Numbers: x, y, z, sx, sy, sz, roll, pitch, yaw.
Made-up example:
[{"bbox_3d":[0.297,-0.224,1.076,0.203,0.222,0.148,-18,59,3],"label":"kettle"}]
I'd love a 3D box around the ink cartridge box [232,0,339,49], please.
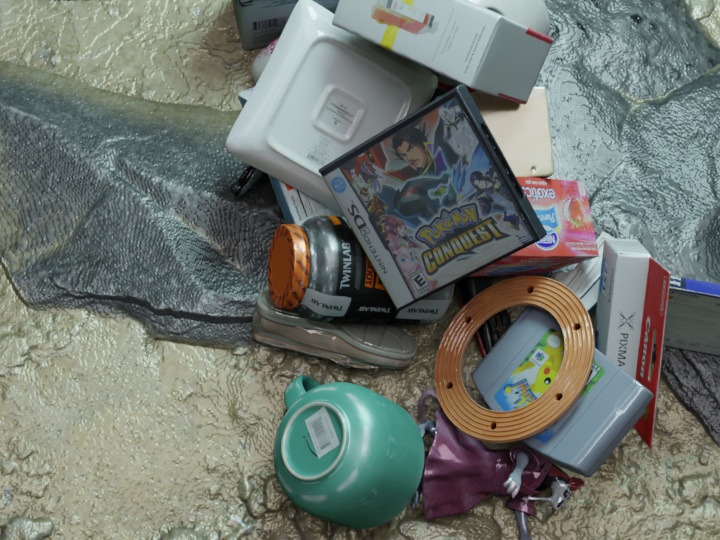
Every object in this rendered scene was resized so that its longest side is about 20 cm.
[{"bbox_3d":[-0.087,-0.367,1.729,0.146,0.200,0.084,-12,72,-8],"label":"ink cartridge box"}]

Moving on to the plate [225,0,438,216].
[{"bbox_3d":[-0.028,-0.181,1.621,0.199,0.032,0.201,28,91,-22],"label":"plate"}]

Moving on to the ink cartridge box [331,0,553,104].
[{"bbox_3d":[0.091,-0.266,1.552,0.199,0.145,0.084,30,104,29],"label":"ink cartridge box"}]

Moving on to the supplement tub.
[{"bbox_3d":[0.000,0.000,1.625,0.199,0.123,0.123,2,70,-23],"label":"supplement tub"}]

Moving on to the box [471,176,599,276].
[{"bbox_3d":[0.172,-0.049,1.614,0.199,0.102,0.095,0,76,-46],"label":"box"}]

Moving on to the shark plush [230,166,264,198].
[{"bbox_3d":[-0.071,-0.155,1.732,0.200,0.091,0.084,-41,109,-21],"label":"shark plush"}]

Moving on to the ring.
[{"bbox_3d":[0.173,0.100,1.572,0.199,0.019,0.202,-18,54,26],"label":"ring"}]

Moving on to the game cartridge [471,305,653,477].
[{"bbox_3d":[0.215,0.134,1.558,0.134,0.040,0.200,-53,46,4],"label":"game cartridge"}]

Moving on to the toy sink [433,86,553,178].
[{"bbox_3d":[0.146,-0.147,1.687,0.129,0.200,0.113,-5,89,-6],"label":"toy sink"}]

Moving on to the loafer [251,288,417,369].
[{"bbox_3d":[-0.033,0.080,1.663,0.199,0.063,0.072,19,32,1],"label":"loafer"}]

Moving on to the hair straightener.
[{"bbox_3d":[0.152,0.051,1.666,0.041,0.077,0.201,0,68,-31],"label":"hair straightener"}]

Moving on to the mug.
[{"bbox_3d":[-0.034,0.199,1.561,0.184,0.114,0.153,9,77,37],"label":"mug"}]

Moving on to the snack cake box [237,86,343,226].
[{"bbox_3d":[-0.057,-0.137,1.674,0.114,0.067,0.201,-23,107,-10],"label":"snack cake box"}]

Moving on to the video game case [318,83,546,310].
[{"bbox_3d":[0.074,-0.074,1.505,0.182,0.199,0.025,60,33,-3],"label":"video game case"}]

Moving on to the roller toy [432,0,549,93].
[{"bbox_3d":[0.126,-0.306,1.730,0.200,0.183,0.140,42,75,11],"label":"roller toy"}]

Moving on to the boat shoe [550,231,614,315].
[{"bbox_3d":[0.251,0.029,1.685,0.066,0.072,0.200,41,73,15],"label":"boat shoe"}]

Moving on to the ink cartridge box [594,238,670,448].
[{"bbox_3d":[0.299,0.078,1.576,0.044,0.176,0.202,4,102,-1],"label":"ink cartridge box"}]

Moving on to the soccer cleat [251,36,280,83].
[{"bbox_3d":[-0.048,-0.262,1.728,0.199,0.070,0.087,-16,30,15],"label":"soccer cleat"}]

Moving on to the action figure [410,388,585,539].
[{"bbox_3d":[0.159,0.233,1.610,0.198,0.135,0.150,4,43,-2],"label":"action figure"}]

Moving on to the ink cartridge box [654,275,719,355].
[{"bbox_3d":[0.420,0.050,1.620,0.198,0.200,0.041,11,71,0],"label":"ink cartridge box"}]
